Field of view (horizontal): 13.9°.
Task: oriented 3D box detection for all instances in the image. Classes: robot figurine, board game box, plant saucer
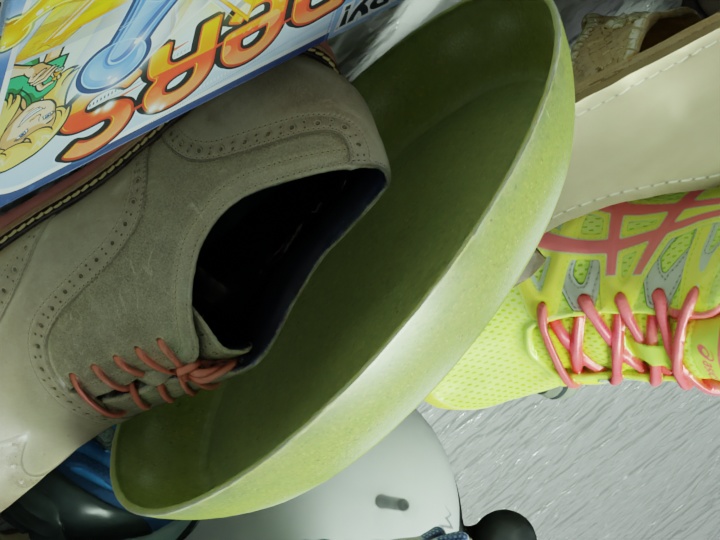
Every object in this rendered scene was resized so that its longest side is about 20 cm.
[{"bbox_3d":[-0.021,0.112,1.165,0.150,0.125,0.200,-36,165,-11],"label":"robot figurine"},{"bbox_3d":[-0.027,-0.099,0.770,0.200,0.034,0.136,-30,161,-30],"label":"board game box"},{"bbox_3d":[0.000,0.000,0.894,0.200,0.031,0.200,-44,-161,20],"label":"plant saucer"}]

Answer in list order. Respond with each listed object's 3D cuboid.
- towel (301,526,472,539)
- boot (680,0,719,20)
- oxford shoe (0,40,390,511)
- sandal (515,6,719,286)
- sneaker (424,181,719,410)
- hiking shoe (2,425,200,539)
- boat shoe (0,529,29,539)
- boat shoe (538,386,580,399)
[{"bbox_3d":[-0.073,0.130,0.999,0.199,0.024,0.147,0,148,-32],"label":"towel"},{"bbox_3d":[0.154,-0.118,1.073,0.199,0.070,0.146,-18,166,-28],"label":"boot"},{"bbox_3d":[-0.072,0.014,0.867,0.200,0.075,0.070,-49,138,15],"label":"oxford shoe"},{"bbox_3d":[0.083,-0.060,1.005,0.211,0.070,0.078,-28,138,-9],"label":"sandal"},{"bbox_3d":[0.107,0.009,1.030,0.199,0.090,0.078,-21,129,8],"label":"sneaker"},{"bbox_3d":[-0.054,0.030,1.006,0.200,0.074,0.087,-33,155,-52],"label":"hiking shoe"},{"bbox_3d":[-0.134,0.134,1.083,0.073,0.063,0.200,-40,162,-1],"label":"boat shoe"},{"bbox_3d":[0.070,-0.009,1.153,0.200,0.062,0.075,80,25,-66],"label":"boat shoe"}]
